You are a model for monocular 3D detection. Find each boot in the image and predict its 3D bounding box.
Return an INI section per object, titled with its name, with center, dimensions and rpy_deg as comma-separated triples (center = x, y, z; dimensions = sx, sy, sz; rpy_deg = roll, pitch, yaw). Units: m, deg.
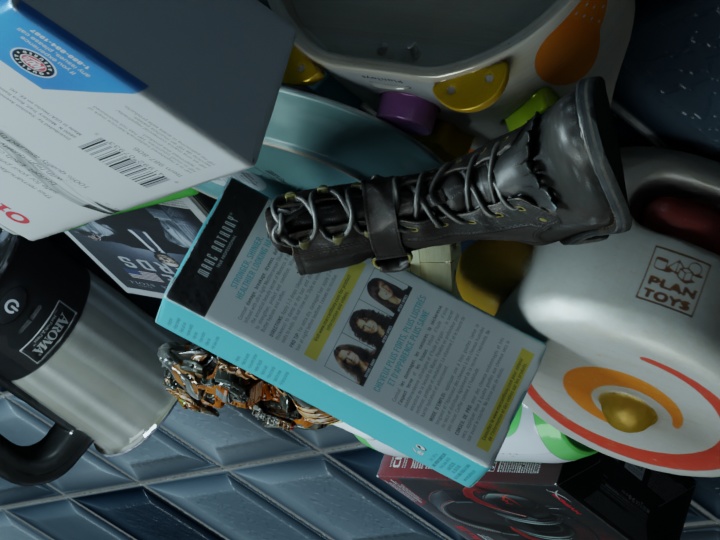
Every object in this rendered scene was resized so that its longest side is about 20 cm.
[boot]
center = 0.039, -0.033, 1.073
dimensions = 0.174, 0.069, 0.200
rpy_deg = -9, 167, -2

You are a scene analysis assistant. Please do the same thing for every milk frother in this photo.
[milk frother]
center = -0.266, 0.048, 1.723
dimensions = 0.188, 0.180, 0.200
rpy_deg = 40, -166, -29

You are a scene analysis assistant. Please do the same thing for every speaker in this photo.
[speaker]
center = 0.083, 0.090, 1.509
dimensions = 0.200, 0.089, 0.088
rpy_deg = -3, 143, 45

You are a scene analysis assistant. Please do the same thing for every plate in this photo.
[plate]
center = -0.046, -0.058, 1.182
dimensions = 0.200, 0.026, 0.200
rpy_deg = 13, 165, 3

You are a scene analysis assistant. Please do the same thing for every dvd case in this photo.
[dvd case]
center = -0.134, -0.025, 1.435
dimensions = 0.150, 0.025, 0.200
rpy_deg = 9, 158, 27

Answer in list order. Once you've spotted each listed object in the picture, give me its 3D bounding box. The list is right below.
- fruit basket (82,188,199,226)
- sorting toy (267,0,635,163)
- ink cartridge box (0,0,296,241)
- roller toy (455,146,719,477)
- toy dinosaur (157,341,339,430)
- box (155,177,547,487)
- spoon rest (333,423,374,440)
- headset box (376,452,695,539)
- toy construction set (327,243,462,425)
[fruit basket]
center = -0.197, -0.133, 1.276
dimensions = 0.215, 0.156, 0.216
rpy_deg = 4, 151, 2
[sorting toy]
center = 0.055, -0.099, 1.158
dimensions = 0.200, 0.107, 0.180
rpy_deg = 11, 160, 28
[ink cartridge box]
center = -0.153, -0.098, 1.053
dimensions = 0.144, 0.084, 0.200
rpy_deg = 34, 150, -31
[roller toy]
center = 0.172, 0.029, 1.244
dimensions = 0.182, 0.140, 0.200
rpy_deg = -6, 141, 47
[toy dinosaur]
center = -0.031, 0.044, 1.296
dimensions = 0.199, 0.102, 0.136
rpy_deg = -14, 128, 8
[box]
center = -0.005, 0.035, 1.188
dimensions = 0.200, 0.082, 0.049
rpy_deg = 28, 157, -1
[spoon rest]
center = -0.049, 0.072, 1.539
dimensions = 0.099, 0.061, 0.200
rpy_deg = 47, 171, -29
[headset box]
center = 0.122, 0.156, 1.607
dimensions = 0.200, 0.075, 0.149
rpy_deg = -2, 149, 45
[toy construction set]
center = 0.000, 0.000, 1.352
dimensions = 0.131, 0.092, 0.201
rpy_deg = 0, 117, 21
